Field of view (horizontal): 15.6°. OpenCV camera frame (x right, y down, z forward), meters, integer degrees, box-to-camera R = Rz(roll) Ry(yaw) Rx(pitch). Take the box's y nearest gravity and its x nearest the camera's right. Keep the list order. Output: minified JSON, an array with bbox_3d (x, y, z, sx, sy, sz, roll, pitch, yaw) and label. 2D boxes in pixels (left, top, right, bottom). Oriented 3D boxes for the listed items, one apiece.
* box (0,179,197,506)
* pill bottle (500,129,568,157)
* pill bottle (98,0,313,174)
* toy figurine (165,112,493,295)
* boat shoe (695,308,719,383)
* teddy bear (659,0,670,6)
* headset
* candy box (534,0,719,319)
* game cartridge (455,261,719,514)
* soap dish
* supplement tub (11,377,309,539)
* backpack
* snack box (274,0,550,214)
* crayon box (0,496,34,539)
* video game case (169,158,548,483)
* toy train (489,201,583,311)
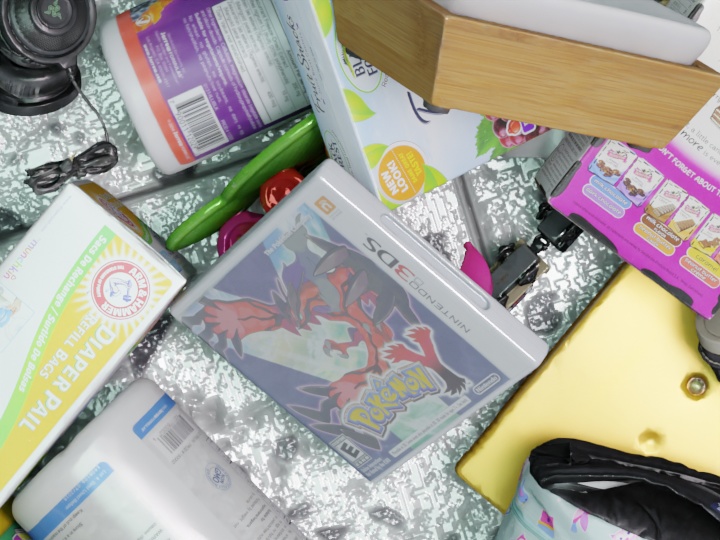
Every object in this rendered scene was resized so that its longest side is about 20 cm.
[{"bbox_3d":[-0.211,0.046,1.737,0.101,0.112,0.200,40,91,-2],"label":"box"},{"bbox_3d":[0.134,-0.175,1.722,0.112,0.113,0.201,0,93,0],"label":"pill bottle"},{"bbox_3d":[-0.062,-0.152,1.725,0.199,0.111,0.112,-24,93,1],"label":"pill bottle"},{"bbox_3d":[0.000,0.000,1.707,0.200,0.150,0.185,-36,85,13],"label":"toy figurine"},{"bbox_3d":[0.269,0.007,1.718,0.072,0.200,0.063,2,128,28],"label":"boat shoe"},{"bbox_3d":[0.263,-0.165,1.703,0.199,0.145,0.067,-24,55,-29],"label":"teddy bear"},{"bbox_3d":[-0.221,-0.142,1.703,0.094,0.124,0.200,-25,70,-26],"label":"headset"},{"bbox_3d":[0.222,-0.091,1.628,0.136,0.061,0.200,35,101,-16],"label":"candy box"},{"bbox_3d":[0.191,0.112,1.743,0.176,0.032,0.200,40,94,-2],"label":"game cartridge"},{"bbox_3d":[0.092,-0.136,1.539,0.199,0.157,0.082,9,106,-30],"label":"soap dish"},{"bbox_3d":[-0.120,0.182,1.735,0.132,0.132,0.200,-43,92,3],"label":"supplement tub"},{"bbox_3d":[0.184,0.185,1.650,0.199,0.167,0.127,19,99,6],"label":"backpack"},{"bbox_3d":[0.027,-0.155,1.613,0.142,0.053,0.201,-27,106,-24],"label":"snack box"},{"bbox_3d":[-0.196,0.244,1.716,0.058,0.173,0.200,-45,92,6],"label":"crayon box"},{"bbox_3d":[-0.005,0.037,1.655,0.182,0.200,0.023,40,49,-8],"label":"video game case"},{"bbox_3d":[0.094,0.011,1.767,0.200,0.046,0.034,-46,75,2],"label":"toy train"}]
